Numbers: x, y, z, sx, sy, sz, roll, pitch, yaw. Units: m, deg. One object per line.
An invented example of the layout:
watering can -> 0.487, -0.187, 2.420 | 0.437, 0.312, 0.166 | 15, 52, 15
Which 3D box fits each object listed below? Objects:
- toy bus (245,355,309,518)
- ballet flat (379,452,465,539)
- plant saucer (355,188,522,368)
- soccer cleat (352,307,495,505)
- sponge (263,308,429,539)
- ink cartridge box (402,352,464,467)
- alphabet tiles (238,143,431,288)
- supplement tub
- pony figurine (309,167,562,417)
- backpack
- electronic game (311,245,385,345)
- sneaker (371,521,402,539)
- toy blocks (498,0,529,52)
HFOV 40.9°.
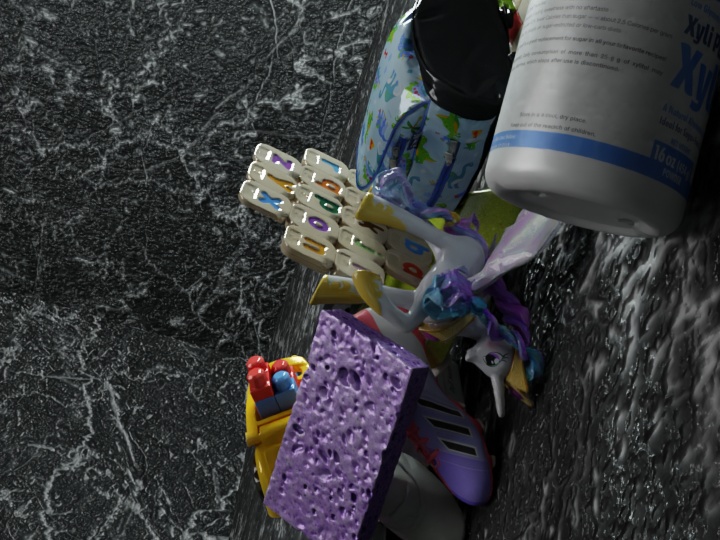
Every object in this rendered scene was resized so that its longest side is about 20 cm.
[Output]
toy bus -> -0.093, 0.181, 1.240 | 0.201, 0.134, 0.195 | -104, -7, -66
ballet flat -> 0.011, 0.184, 0.883 | 0.200, 0.069, 0.070 | 43, 125, 34
plant saucer -> 0.068, 0.000, 0.993 | 0.202, 0.048, 0.199 | -60, 15, -15
soccer cleat -> 0.048, 0.119, 0.848 | 0.202, 0.075, 0.067 | 63, 142, 24
sponge -> -0.016, 0.147, 0.844 | 0.030, 0.111, 0.203 | -4, -62, -50
ink cartridge box -> 0.044, 0.147, 0.983 | 0.200, 0.067, 0.118 | -48, 18, 20
alphabet tiles -> -0.020, -0.050, 0.910 | 0.015, 0.193, 0.201 | -59, 12, 29
supplement tub -> 0.163, -0.134, 0.616 | 0.132, 0.130, 0.204 | -175, 100, -82
pony figurine -> 0.083, -0.001, 0.804 | 0.195, 0.198, 0.167 | -62, 1, -26
backpack -> 0.067, -0.144, 0.908 | 0.201, 0.150, 0.166 | 87, 179, -55
electronic game -> 0.000, 0.000, 1.065 | 0.202, 0.041, 0.200 | -60, -8, -14
sneaker -> 0.022, 0.271, 1.042 | 0.200, 0.059, 0.106 | -166, 97, -78
toy blocks -> 0.174, -0.211, 0.882 | 0.138, 0.098, 0.202 | -100, 25, -46
